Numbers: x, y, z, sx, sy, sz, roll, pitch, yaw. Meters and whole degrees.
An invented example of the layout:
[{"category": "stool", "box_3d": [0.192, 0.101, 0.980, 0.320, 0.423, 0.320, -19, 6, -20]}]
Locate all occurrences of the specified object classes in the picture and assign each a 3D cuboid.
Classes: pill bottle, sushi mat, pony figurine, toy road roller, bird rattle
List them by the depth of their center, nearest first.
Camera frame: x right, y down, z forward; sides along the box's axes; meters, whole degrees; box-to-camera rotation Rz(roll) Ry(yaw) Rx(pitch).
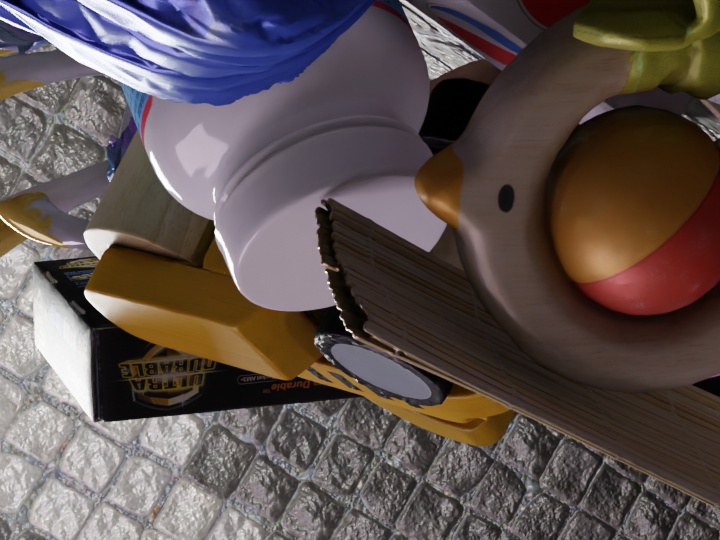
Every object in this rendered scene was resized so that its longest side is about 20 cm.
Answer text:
[{"category": "bird rattle", "box_3d": [0.108, -0.034, 0.670, 0.200, 0.163, 0.113, 46, -173, -33]}, {"category": "sushi mat", "box_3d": [0.073, 0.037, 0.708, 0.200, 0.012, 0.096, 26, -159, -22]}, {"category": "pill bottle", "box_3d": [-0.039, -0.089, 0.795, 0.109, 0.109, 0.200, 36, -152, -58]}, {"category": "toy road roller", "box_3d": [0.000, 0.000, 0.889, 0.199, 0.123, 0.146, 14, 159, 31]}, {"category": "pony figurine", "box_3d": [-0.087, -0.092, 1.001, 0.199, 0.194, 0.167, -1, 177, 11]}]

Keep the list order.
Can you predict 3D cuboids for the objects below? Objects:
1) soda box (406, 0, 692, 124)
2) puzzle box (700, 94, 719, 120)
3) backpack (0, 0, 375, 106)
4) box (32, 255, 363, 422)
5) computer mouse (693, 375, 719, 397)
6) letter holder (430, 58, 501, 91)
[{"category": "soda box", "box_3d": [0.035, -0.123, 0.735, 0.200, 0.064, 0.068, 32, 177, -26]}, {"category": "puzzle box", "box_3d": [0.223, -0.027, 0.794, 0.200, 0.025, 0.133, 28, 177, 43]}, {"category": "backpack", "box_3d": [-0.068, -0.139, 0.566, 0.200, 0.163, 0.168, 32, 174, -8]}, {"category": "box", "box_3d": [-0.045, 0.023, 1.012, 0.199, 0.046, 0.159, -5, -167, -18]}, {"category": "computer mouse", "box_3d": [0.205, 0.086, 0.900, 0.138, 0.053, 0.200, -15, -166, -25]}, {"category": "letter holder", "box_3d": [0.101, -0.055, 1.041, 0.101, 0.142, 0.200, 65, 169, -13]}]
